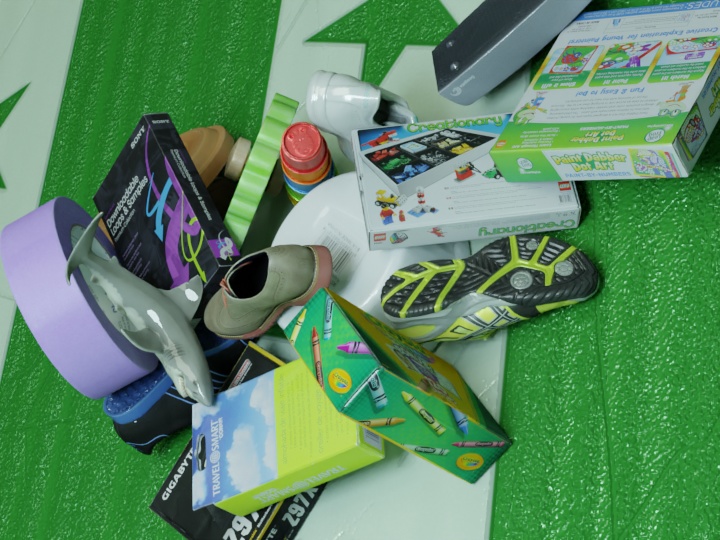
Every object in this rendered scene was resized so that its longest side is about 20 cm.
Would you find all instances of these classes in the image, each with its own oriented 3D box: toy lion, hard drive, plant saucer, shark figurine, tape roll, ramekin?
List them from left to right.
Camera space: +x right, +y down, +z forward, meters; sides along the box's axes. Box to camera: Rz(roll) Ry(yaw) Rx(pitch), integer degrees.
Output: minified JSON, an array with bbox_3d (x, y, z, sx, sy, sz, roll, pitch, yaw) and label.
[{"bbox_3d":[-0.282,0.027,1.800,0.066,0.200,0.200,-28,49,7],"label":"tape roll"},{"bbox_3d":[-0.203,0.023,1.741,0.089,0.215,0.128,-38,19,3],"label":"shark figurine"},{"bbox_3d":[-0.227,-0.094,1.990,0.200,0.032,0.200,-36,20,16],"label":"plant saucer"},{"bbox_3d":[-0.116,-0.080,1.845,0.192,0.069,0.200,133,158,-77],"label":"toy lion"},{"bbox_3d":[0.000,0.000,1.749,0.200,0.098,0.201,-21,54,31],"label":"ramekin"},{"bbox_3d":[0.157,-0.251,1.766,0.200,0.042,0.135,-41,21,17],"label":"hard drive"}]

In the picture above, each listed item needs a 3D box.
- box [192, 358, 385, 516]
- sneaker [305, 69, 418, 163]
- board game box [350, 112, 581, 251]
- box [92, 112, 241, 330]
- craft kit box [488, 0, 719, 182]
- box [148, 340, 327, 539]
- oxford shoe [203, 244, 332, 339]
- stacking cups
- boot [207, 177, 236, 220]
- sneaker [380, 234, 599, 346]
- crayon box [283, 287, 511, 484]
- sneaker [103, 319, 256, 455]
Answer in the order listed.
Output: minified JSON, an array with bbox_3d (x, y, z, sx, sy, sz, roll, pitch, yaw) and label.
[{"bbox_3d":[-0.071,0.152,1.689,0.200,0.048,0.122,-25,51,29],"label":"box"},{"bbox_3d":[0.022,-0.146,1.762,0.088,0.200,0.075,5,85,23],"label":"sneaker"},{"bbox_3d":[0.097,-0.088,1.682,0.200,0.035,0.126,-6,54,-4],"label":"board game box"},{"bbox_3d":[-0.202,-0.042,1.832,0.143,0.036,0.200,-52,55,39],"label":"box"},{"bbox_3d":[0.244,-0.165,1.628,0.200,0.049,0.198,1,45,42],"label":"craft kit box"},{"bbox_3d":[-0.104,0.190,1.766,0.160,0.049,0.200,29,87,45],"label":"box"},{"bbox_3d":[-0.107,0.015,1.702,0.200,0.075,0.071,-32,56,50],"label":"oxford shoe"},{"bbox_3d":[-0.050,-0.102,1.790,0.060,0.200,0.061,0,83,0],"label":"stacking cups"},{"bbox_3d":[-0.237,-0.032,2.004,0.200,0.070,0.146,-52,31,-12],"label":"boot"},{"bbox_3d":[0.122,0.022,1.644,0.200,0.076,0.076,-8,52,11],"label":"sneaker"},{"bbox_3d":[0.034,0.104,1.584,0.058,0.200,0.119,-48,44,10],"label":"crayon box"},{"bbox_3d":[-0.174,0.110,1.866,0.200,0.078,0.070,-37,40,-10],"label":"sneaker"}]
